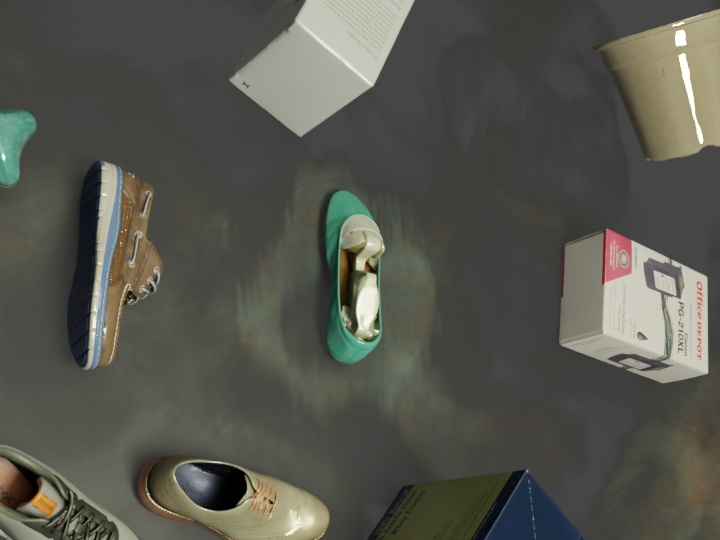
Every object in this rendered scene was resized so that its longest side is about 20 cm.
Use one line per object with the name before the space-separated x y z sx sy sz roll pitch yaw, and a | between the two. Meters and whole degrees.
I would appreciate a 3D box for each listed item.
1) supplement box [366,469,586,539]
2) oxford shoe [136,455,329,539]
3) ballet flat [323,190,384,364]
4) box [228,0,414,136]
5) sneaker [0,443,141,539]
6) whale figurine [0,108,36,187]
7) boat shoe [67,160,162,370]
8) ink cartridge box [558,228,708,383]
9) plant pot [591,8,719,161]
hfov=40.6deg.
supplement box | 0.090 0.317 0.938 0.134 0.200 0.200 50 54 -12
oxford shoe | -0.106 0.220 0.911 0.199 0.074 0.071 19 65 -29
ballet flat | 0.000 0.000 1.058 0.067 0.070 0.201 12 68 -31
box | -0.032 -0.274 1.071 0.106 0.152 0.201 36 59 -21
sneaker | -0.253 0.212 0.809 0.200 0.079 0.074 41 55 -20
whale figurine | -0.372 -0.144 0.821 0.199 0.104 0.160 25 62 -27
boat shoe | -0.222 -0.004 0.902 0.072 0.072 0.201 14 68 -33
ink cartridge box | 0.365 0.051 1.289 0.199 0.084 0.145 20 65 -29
plant pot | 0.453 -0.261 1.401 0.200 0.200 0.184 -22 100 -37
